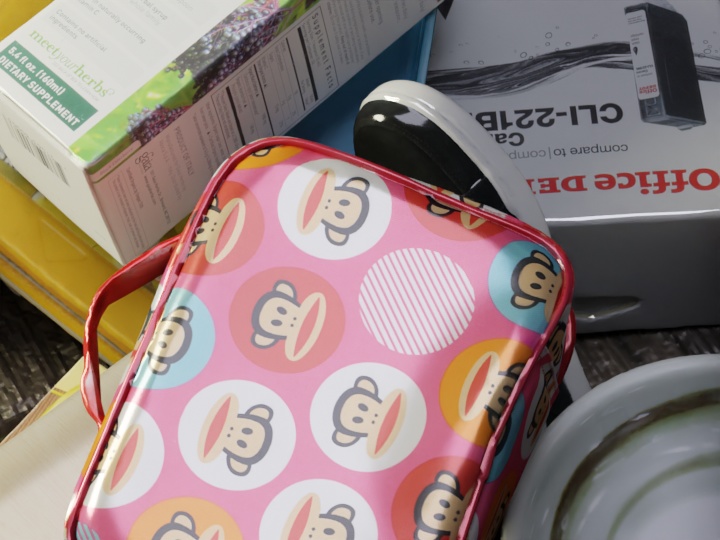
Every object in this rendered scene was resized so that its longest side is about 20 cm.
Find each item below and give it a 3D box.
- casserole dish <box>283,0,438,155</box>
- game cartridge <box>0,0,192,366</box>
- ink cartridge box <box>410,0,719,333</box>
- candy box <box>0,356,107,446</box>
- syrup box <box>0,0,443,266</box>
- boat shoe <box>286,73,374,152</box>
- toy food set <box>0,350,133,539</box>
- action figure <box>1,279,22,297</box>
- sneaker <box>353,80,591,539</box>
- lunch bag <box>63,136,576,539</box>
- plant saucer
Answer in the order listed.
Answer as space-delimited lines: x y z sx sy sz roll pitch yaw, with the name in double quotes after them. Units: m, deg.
-0.024 -0.099 1.283 0.121 0.039 0.200 1 56 13 "casserole dish"
-0.097 -0.064 1.297 0.176 0.032 0.200 39 58 -9 "game cartridge"
0.095 -0.075 1.327 0.144 0.084 0.200 -4 55 -2 "ink cartridge box"
-0.076 0.136 1.214 0.200 0.055 0.115 32 65 24 "candy box"
-0.057 -0.104 1.221 0.200 0.081 0.079 -41 61 -15 "syrup box"
0.000 0.000 1.276 0.062 0.072 0.200 -19 58 48 "boat shoe"
-0.088 0.141 1.152 0.143 0.060 0.200 -36 69 -13 "toy food set"
-0.123 -0.070 1.366 0.200 0.105 0.194 28 64 -11 "action figure"
0.029 0.031 1.188 0.073 0.200 0.112 4 38 45 "sneaker"
-0.026 0.054 1.104 0.176 0.082 0.200 22 74 11 "lunch bag"
0.154 0.131 1.189 0.200 0.050 0.200 2 57 -3 "plant saucer"
